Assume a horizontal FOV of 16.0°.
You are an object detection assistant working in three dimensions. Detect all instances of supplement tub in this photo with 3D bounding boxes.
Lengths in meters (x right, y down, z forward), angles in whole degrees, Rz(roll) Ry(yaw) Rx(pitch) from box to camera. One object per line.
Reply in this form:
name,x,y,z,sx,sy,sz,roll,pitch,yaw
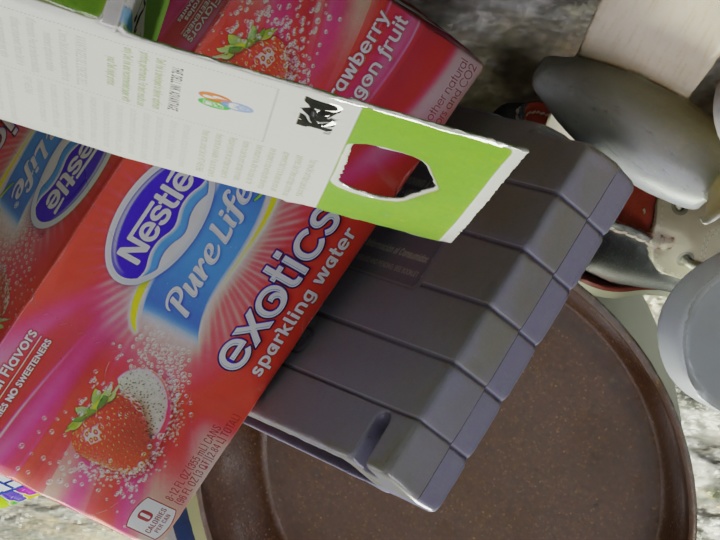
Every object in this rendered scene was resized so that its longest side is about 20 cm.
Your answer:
supplement tub,0.020,0.074,1.059,0.199,0.146,0.145,-12,146,25

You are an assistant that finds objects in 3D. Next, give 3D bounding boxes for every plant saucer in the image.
plant saucer,0.033,0.078,0.955,0.199,0.202,0.034,-12,-172,26

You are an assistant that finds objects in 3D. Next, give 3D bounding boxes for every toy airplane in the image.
toy airplane,0.117,-0.094,0.767,0.198,0.142,0.200,-11,147,25

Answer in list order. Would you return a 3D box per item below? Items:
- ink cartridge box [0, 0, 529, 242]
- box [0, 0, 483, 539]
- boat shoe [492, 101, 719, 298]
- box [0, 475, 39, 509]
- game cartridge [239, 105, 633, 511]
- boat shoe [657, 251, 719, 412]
ink cartridge box,-0.053,-0.078,0.670,0.198,0.076,0.148,17,170,-3
box,-0.066,-0.025,0.847,0.099,0.095,0.201,31,97,-36
boat shoe,0.125,-0.021,0.961,0.199,0.072,0.062,24,138,-34
box,-0.195,0.004,0.990,0.199,0.123,0.192,-22,142,37
game cartridge,0.000,0.000,0.875,0.038,0.130,0.200,43,167,-30
boat shoe,0.175,0.005,0.922,0.198,0.074,0.068,-17,-160,-31
